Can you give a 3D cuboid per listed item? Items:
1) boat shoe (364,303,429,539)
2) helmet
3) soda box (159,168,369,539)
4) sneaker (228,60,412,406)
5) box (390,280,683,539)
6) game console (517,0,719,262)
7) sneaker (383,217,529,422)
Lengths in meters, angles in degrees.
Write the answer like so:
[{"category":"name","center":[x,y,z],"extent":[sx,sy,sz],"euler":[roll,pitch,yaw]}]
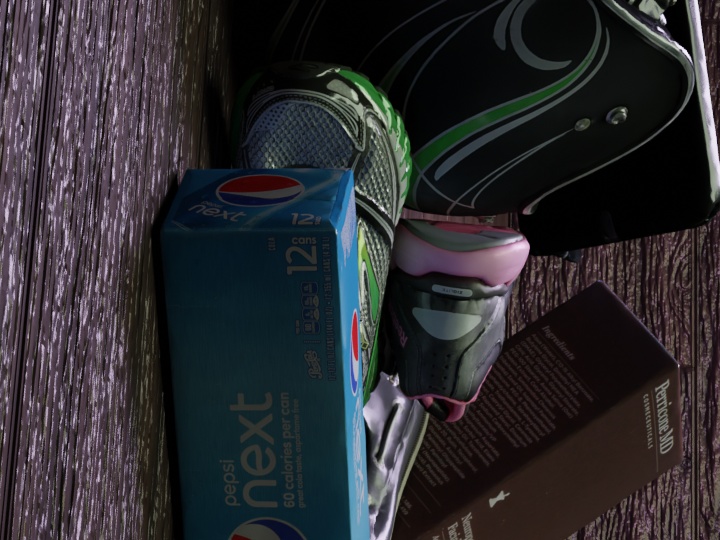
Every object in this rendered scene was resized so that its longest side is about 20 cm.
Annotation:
[{"category":"boat shoe","center":[-0.006,0.072,1.221],"extent":[0.063,0.073,0.200],"euler":[84,12,-56]},{"category":"helmet","center":[0.046,-0.120,1.148],"extent":[0.200,0.191,0.200],"euler":[33,42,-35]},{"category":"soda box","center":[-0.034,0.063,0.978],"extent":[0.064,0.068,0.200],"euler":[-77,166,-66]},{"category":"sneaker","center":[-0.019,0.002,1.073],"extent":[0.085,0.078,0.200],"euler":[-79,168,-57]},{"category":"box","center":[0.066,0.103,1.289],"extent":[0.075,0.200,0.100],"euler":[48,-16,32]},{"category":"game console","center":[0.129,-0.112,1.289],"extent":[0.116,0.176,0.200],"euler":[-4,85,-46]},{"category":"sneaker","center":[0.039,0.023,1.201],"extent":[0.200,0.079,0.096],"euler":[-29,122,-85]}]
